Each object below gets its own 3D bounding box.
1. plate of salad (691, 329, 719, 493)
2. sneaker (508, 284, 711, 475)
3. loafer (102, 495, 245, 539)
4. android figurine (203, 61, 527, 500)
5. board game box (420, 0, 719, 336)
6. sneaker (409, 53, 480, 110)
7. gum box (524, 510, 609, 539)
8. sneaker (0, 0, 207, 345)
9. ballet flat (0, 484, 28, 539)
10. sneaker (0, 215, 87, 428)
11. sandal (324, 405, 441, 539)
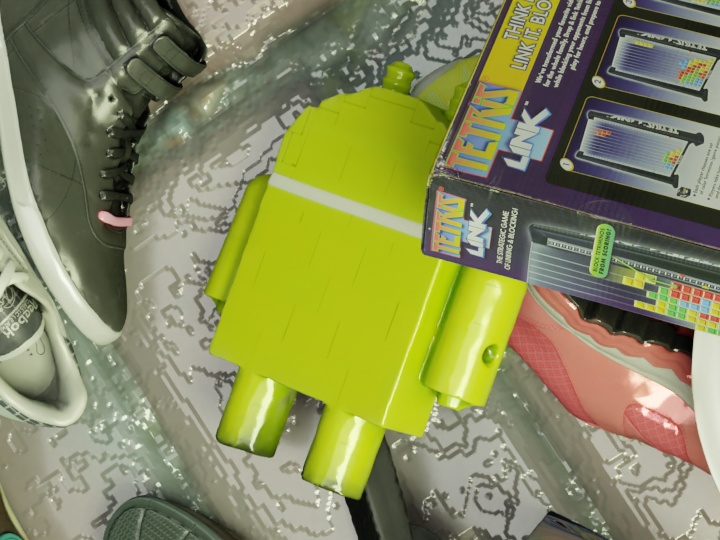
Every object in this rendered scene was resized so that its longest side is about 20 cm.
[{"bbox_3d":[0.231,0.054,1.185,0.200,0.048,0.201,4,82,-25],"label":"plate of salad"},{"bbox_3d":[0.145,0.053,1.223,0.200,0.087,0.074,39,52,-8],"label":"sneaker"},{"bbox_3d":[-0.045,0.182,1.238,0.200,0.063,0.072,40,106,30],"label":"loafer"},{"bbox_3d":[0.000,0.000,1.207,0.182,0.041,0.200,18,88,43],"label":"android figurine"},{"bbox_3d":[0.134,-0.070,1.139,0.165,0.057,0.200,15,49,11],"label":"board game box"},{"bbox_3d":[0.118,-0.068,1.216,0.200,0.076,0.076,7,92,10],"label":"sneaker"},{"bbox_3d":[0.142,0.172,1.146,0.170,0.200,0.045,27,93,8],"label":"gum box"},{"bbox_3d":[-0.118,-0.069,1.253,0.099,0.071,0.200,-15,83,12],"label":"sneaker"},{"bbox_3d":[-0.198,0.130,1.249,0.069,0.069,0.200,-23,105,7],"label":"ballet flat"},{"bbox_3d":[-0.191,-0.010,1.215,0.076,0.080,0.200,-40,120,-12],"label":"sneaker"},{"bbox_3d":[0.034,0.150,1.230,0.048,0.075,0.201,-16,86,-13],"label":"sandal"}]
